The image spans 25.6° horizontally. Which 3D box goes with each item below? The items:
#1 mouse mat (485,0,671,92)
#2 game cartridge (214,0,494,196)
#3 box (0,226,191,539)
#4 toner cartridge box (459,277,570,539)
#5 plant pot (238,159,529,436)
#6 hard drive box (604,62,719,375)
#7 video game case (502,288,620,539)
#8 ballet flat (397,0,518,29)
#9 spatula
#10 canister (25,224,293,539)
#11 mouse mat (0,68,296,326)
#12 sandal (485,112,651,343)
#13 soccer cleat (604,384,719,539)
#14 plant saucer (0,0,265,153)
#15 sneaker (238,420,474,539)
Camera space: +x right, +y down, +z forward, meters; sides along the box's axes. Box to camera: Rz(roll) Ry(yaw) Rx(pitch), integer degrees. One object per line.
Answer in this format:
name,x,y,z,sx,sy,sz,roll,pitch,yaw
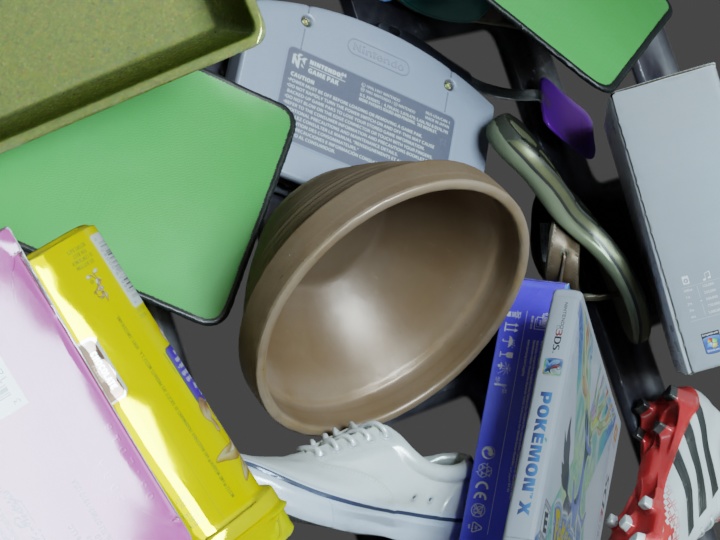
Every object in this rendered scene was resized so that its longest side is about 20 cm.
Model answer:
mouse mat,0.136,-0.204,1.109,0.161,0.008,0.200,39,36,2
game cartridge,-0.002,-0.101,1.080,0.200,0.042,0.133,21,63,-26
box,-0.205,0.095,0.803,0.097,0.200,0.176,-33,96,-32
toner cartridge box,0.107,0.114,1.054,0.043,0.095,0.200,6,67,17
plant pot,0.000,0.000,0.993,0.201,0.201,0.093,-12,45,-33
hard drive box,0.238,-0.031,1.133,0.077,0.156,0.200,-16,86,6
video game case,0.135,0.139,1.029,0.200,0.022,0.183,62,38,-56
ballet flat,0.098,-0.213,1.160,0.200,0.069,0.070,11,72,-31
spatula,0.095,-0.135,1.154,0.200,0.021,0.057,21,45,-22
canister,-0.141,0.086,0.879,0.087,0.148,0.200,-34,94,-33
mouse mat,-0.150,-0.070,0.973,0.200,0.008,0.161,23,67,-11
sandal,0.142,-0.025,1.136,0.057,0.080,0.201,-37,109,8
soccer cleat,0.222,0.176,1.129,0.085,0.069,0.200,31,59,-17
plant saucer,-0.180,-0.183,0.936,0.199,0.048,0.200,-23,84,-1
sneaker,-0.010,0.127,0.992,0.200,0.073,0.071,17,79,-40
